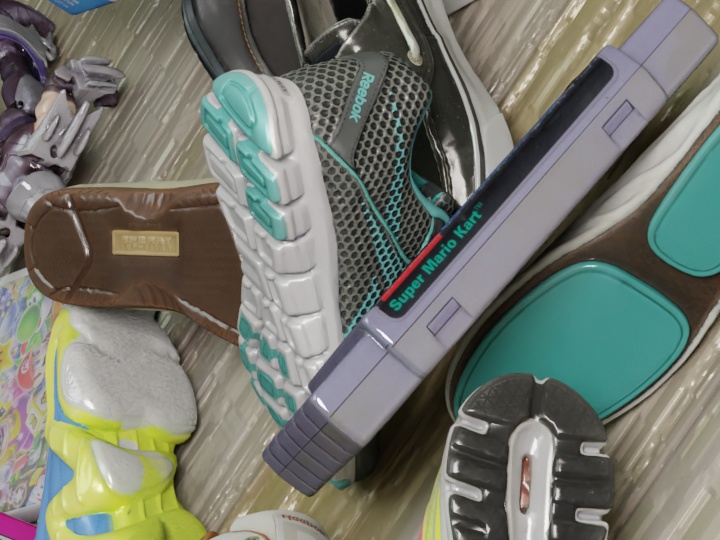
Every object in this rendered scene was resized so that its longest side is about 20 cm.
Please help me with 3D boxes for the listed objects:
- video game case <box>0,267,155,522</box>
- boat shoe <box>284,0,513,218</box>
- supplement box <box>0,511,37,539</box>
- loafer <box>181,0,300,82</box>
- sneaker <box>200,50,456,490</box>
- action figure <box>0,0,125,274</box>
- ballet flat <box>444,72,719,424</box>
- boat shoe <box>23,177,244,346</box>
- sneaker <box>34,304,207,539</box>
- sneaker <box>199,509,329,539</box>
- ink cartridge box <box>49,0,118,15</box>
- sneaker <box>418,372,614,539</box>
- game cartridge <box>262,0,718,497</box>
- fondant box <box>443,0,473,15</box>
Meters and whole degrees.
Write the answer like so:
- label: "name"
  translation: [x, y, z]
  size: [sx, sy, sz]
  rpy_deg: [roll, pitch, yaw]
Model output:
- label: "video game case"
  translation: [-0.171, 0.062, 1.369]
  size: [0.200, 0.018, 0.144]
  rpy_deg: [-19, 53, 49]
- label: "boat shoe"
  translation: [0.004, -0.081, 1.126]
  size: [0.071, 0.064, 0.201]
  rpy_deg: [-38, 63, 41]
- label: "supplement box"
  translation: [-0.201, 0.211, 1.228]
  size: [0.101, 0.103, 0.201]
  rpy_deg: [-30, 43, 42]
- label: "loafer"
  translation: [-0.039, -0.142, 1.280]
  size: [0.072, 0.073, 0.200]
  rpy_deg: [-40, 39, 27]
- label: "sneaker"
  translation: [0.000, 0.000, 1.069]
  size: [0.078, 0.091, 0.201]
  rpy_deg: [46, 151, 44]
- label: "action figure"
  translation: [-0.180, -0.073, 1.439]
  size: [0.130, 0.069, 0.200]
  rpy_deg: [-46, 39, 13]
- label: "ballet flat"
  translation: [0.107, -0.010, 0.989]
  size: [0.200, 0.069, 0.070]
  rpy_deg: [-48, 35, 30]
- label: "boat shoe"
  translation: [-0.052, -0.009, 1.198]
  size: [0.202, 0.075, 0.075]
  rpy_deg: [13, 102, 35]
- label: "sneaker"
  translation: [-0.125, 0.103, 1.221]
  size: [0.105, 0.076, 0.200]
  rpy_deg: [-44, 38, 28]
- label: "sneaker"
  translation: [-0.033, 0.129, 1.043]
  size: [0.200, 0.073, 0.085]
  rpy_deg: [-3, 59, 64]
- label: "ink cartridge box"
  translation: [-0.089, -0.212, 1.274]
  size: [0.200, 0.084, 0.145]
  rpy_deg: [-7, 53, 57]
- label: "sneaker"
  translation: [0.050, 0.142, 0.958]
  size: [0.090, 0.078, 0.201]
  rpy_deg: [124, 156, -75]
- label: "game cartridge"
  translation: [0.044, -0.008, 0.988]
  size: [0.200, 0.038, 0.130]
  rpy_deg: [-48, -5, -16]
- label: "fondant box"
  translation: [0.068, -0.227, 1.200]
  size: [0.144, 0.058, 0.201]
  rpy_deg: [-26, 47, 45]
